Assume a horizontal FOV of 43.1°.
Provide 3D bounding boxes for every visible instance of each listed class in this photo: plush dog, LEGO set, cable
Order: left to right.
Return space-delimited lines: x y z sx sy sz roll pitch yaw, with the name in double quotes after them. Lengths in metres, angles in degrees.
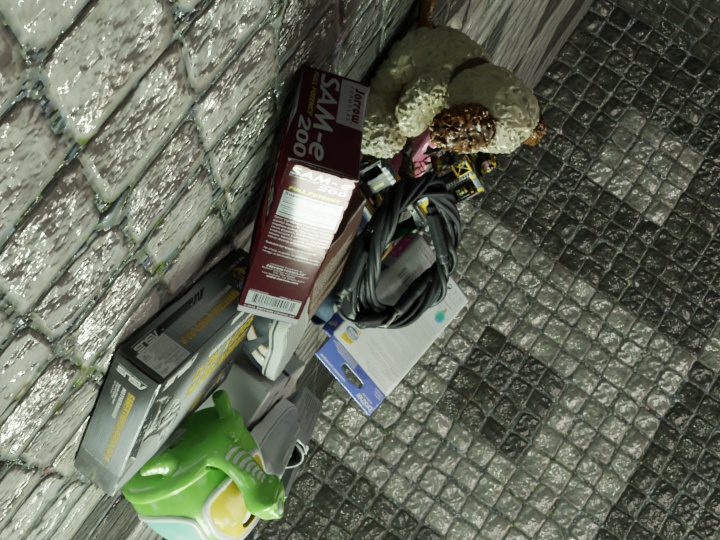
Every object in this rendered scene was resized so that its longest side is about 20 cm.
0.061 -0.139 1.136 0.198 0.116 0.155 -22 -144 25 "LEGO set"
0.059 -0.020 1.053 0.162 0.051 0.203 13 104 -42 "cable"
0.107 -0.180 0.933 0.198 0.171 0.162 -18 134 -43 "plush dog"

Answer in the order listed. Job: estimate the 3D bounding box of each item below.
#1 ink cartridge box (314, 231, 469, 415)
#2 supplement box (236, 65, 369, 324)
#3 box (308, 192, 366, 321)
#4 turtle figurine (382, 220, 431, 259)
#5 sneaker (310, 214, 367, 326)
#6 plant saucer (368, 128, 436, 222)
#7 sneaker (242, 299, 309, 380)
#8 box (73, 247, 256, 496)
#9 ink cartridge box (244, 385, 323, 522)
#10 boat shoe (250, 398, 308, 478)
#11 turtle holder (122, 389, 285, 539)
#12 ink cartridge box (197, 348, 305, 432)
0.036 0.065 1.132 0.200 0.120 0.042 -49 -153 -17 "ink cartridge box"
-0.051 -0.057 0.771 0.201 0.060 0.110 117 -16 -49 "supplement box"
-0.057 -0.021 1.016 0.101 0.074 0.200 -53 175 -20 "box"
0.042 -0.017 1.329 0.151 0.100 0.200 -61 167 -14 "turtle figurine"
0.000 0.000 1.207 0.200 0.146 0.081 -48 171 -43 "sneaker"
0.062 -0.157 1.336 0.202 0.050 0.201 -55 174 -8 "plant saucer"
-0.104 0.056 1.004 0.079 0.079 0.201 -58 174 -25 "sneaker"
-0.167 0.089 0.839 0.160 0.048 0.200 -61 172 35 "box"
-0.143 0.267 1.242 0.173 0.044 0.201 -39 -166 28 "ink cartridge box"
-0.097 0.210 1.100 0.072 0.068 0.200 -55 176 3 "boat shoe"
-0.150 0.209 0.932 0.183 0.133 0.141 -24 -163 20 "turtle holder"
-0.157 0.168 1.142 0.147 0.084 0.200 -56 175 7 "ink cartridge box"
